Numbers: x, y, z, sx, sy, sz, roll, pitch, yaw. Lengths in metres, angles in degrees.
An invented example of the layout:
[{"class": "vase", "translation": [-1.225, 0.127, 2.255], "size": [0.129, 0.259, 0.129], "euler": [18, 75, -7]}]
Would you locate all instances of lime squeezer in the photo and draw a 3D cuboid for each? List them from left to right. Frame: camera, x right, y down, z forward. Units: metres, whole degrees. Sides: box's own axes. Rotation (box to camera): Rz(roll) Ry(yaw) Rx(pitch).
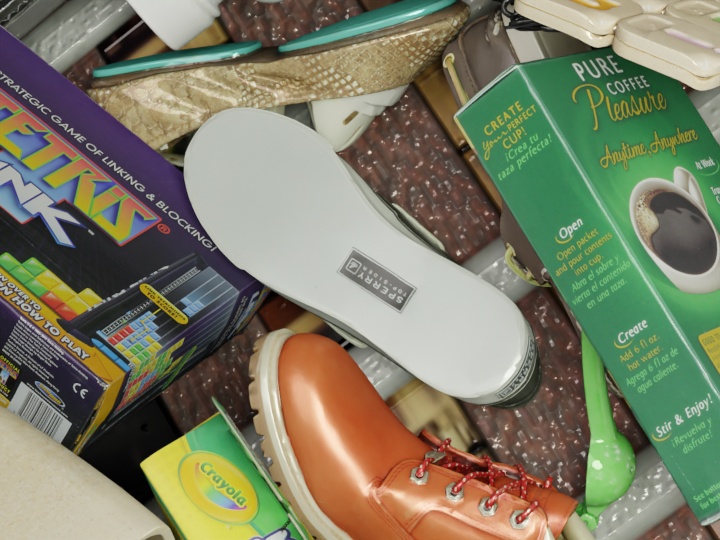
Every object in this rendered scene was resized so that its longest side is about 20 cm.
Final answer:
[{"class": "lime squeezer", "translation": [0.076, 0.095, 1.147], "size": [0.200, 0.070, 0.038], "euler": [-55, 24, 32]}]

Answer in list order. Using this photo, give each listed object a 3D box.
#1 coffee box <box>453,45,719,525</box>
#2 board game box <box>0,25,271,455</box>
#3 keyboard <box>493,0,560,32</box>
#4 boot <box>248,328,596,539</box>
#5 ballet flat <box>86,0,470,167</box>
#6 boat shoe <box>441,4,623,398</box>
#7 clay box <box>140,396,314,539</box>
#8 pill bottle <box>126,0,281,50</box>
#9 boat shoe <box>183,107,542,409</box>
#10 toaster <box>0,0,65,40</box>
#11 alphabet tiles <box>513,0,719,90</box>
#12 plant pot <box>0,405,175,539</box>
[{"class": "coffee box", "translation": [0.132, -0.001, 1.097], "size": [0.044, 0.123, 0.200], "euler": [-38, 79, 35]}, {"class": "board game box", "translation": [-0.156, -0.021, 1.194], "size": [0.200, 0.165, 0.057], "euler": [38, 124, 9]}, {"class": "keyboard", "translation": [0.112, -0.114, 1.138], "size": [0.199, 0.127, 0.021], "euler": [13, 110, 9]}, {"class": "boot", "translation": [0.036, 0.096, 1.118], "size": [0.107, 0.075, 0.200], "euler": [-29, 102, 29]}, {"class": "ballet flat", "translation": [-0.035, -0.084, 1.252], "size": [0.199, 0.070, 0.066], "euler": [-10, 100, 23]}, {"class": "boat shoe", "translation": [0.092, -0.029, 1.174], "size": [0.059, 0.072, 0.201], "euler": [-30, 70, 29]}, {"class": "clay box", "translation": [-0.037, 0.140, 1.109], "size": [0.047, 0.200, 0.115], "euler": [-32, 65, -8]}, {"class": "pill bottle", "translation": [-0.036, -0.199, 1.238], "size": [0.200, 0.111, 0.111], "euler": [-39, 65, 4]}, {"class": "boat shoe", "translation": [0.000, 0.000, 1.203], "size": [0.200, 0.064, 0.071], "euler": [40, 89, 21]}, {"class": "toaster", "translation": [-0.238, -0.168, 1.276], "size": [0.181, 0.200, 0.119], "euler": [-40, 61, 8]}, {"class": "alphabet tiles", "translation": [0.153, -0.114, 1.105], "size": [0.195, 0.200, 0.015], "euler": [25, 116, 29]}, {"class": "plant pot", "translation": [-0.199, 0.152, 1.141], "size": [0.200, 0.200, 0.177], "euler": [-41, 66, -13]}]
